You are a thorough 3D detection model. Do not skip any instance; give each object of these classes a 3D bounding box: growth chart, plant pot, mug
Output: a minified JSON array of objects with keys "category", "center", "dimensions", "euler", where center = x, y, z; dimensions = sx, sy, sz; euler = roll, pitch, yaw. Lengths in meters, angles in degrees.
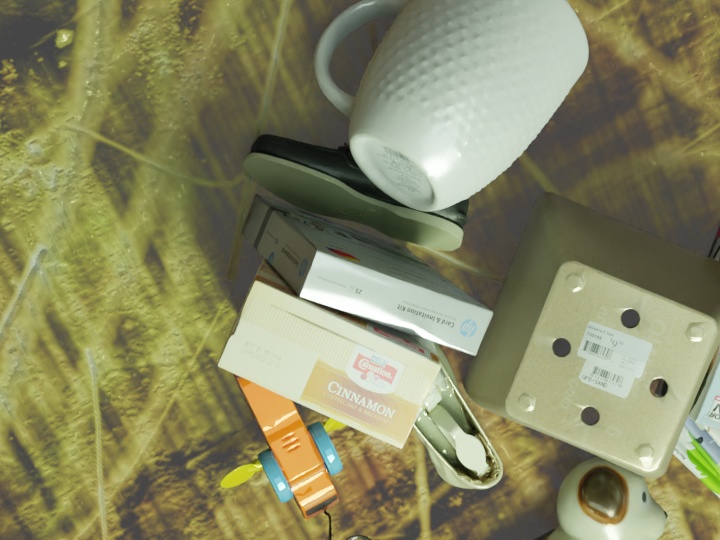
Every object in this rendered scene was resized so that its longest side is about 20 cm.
[{"category":"growth chart","center":[0.378,0.121,1.368],"dimensions":[0.144,0.018,0.201],"euler":[35,92,-22]},{"category":"plant pot","center":[0.207,0.068,1.175],"dimensions":[0.198,0.177,0.202],"euler":[22,100,5]},{"category":"mug","center":[0.055,-0.153,1.110],"dimensions":[0.176,0.199,0.148],"euler":[-53,158,-19]}]

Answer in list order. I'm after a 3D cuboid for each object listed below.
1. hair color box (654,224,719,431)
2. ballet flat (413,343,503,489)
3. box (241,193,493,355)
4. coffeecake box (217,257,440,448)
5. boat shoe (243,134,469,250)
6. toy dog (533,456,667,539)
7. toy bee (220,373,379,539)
[{"category":"hair color box","center":[0.351,0.043,1.283],"dimensions":[0.060,0.099,0.202],"euler":[18,96,-13]},{"category":"ballet flat","center":[0.068,0.121,1.243],"dimensions":[0.069,0.069,0.201],"euler":[-37,112,-4]},{"category":"box","center":[0.000,0.000,1.114],"dimensions":[0.154,0.200,0.042],"euler":[19,97,-22]},{"category":"coffeecake box","center":[-0.024,0.055,1.103],"dimensions":[0.152,0.200,0.074],"euler":[25,97,-4]},{"category":"boat shoe","center":[-0.001,-0.076,1.169],"dimensions":[0.199,0.074,0.064],"euler":[17,72,-14]},{"category":"toy dog","center":[0.207,0.273,1.307],"dimensions":[0.193,0.139,0.201],"euler":[33,96,19]},{"category":"toy bee","center":[-0.059,0.177,1.212],"dimensions":[0.129,0.109,0.203],"euler":[-6,82,-7]}]
